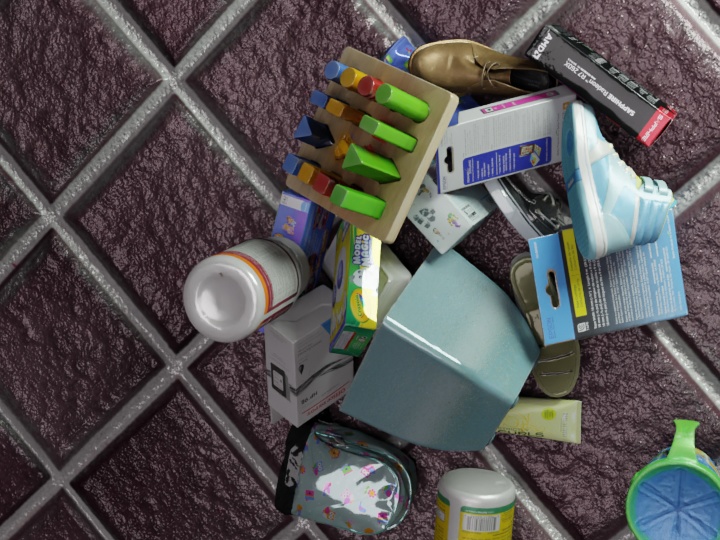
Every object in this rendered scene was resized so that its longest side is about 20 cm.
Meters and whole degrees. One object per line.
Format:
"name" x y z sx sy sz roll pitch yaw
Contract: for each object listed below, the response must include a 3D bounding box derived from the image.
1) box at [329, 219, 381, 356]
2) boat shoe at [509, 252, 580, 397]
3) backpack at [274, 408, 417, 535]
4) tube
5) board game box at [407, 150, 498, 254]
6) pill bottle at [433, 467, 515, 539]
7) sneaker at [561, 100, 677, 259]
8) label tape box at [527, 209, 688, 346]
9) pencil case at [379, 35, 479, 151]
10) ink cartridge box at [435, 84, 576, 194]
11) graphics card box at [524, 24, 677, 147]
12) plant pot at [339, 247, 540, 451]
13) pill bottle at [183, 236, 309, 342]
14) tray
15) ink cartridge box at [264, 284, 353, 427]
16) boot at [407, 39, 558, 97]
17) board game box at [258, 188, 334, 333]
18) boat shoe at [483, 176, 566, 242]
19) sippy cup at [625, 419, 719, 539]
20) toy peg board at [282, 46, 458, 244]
"box" -0.005 -0.002 1.604 0.048 0.117 0.202 9 67 -9
"boat shoe" 0.254 0.070 1.671 0.074 0.068 0.202 -12 102 10
"backpack" -0.018 0.309 1.779 0.198 0.127 0.169 14 101 12
"tube" 0.212 0.203 1.721 0.198 0.058 0.053 5 77 14
"board game box" 0.083 -0.127 1.648 0.200 0.147 0.064 48 113 5
"pill bottle" 0.159 0.395 1.743 0.112 0.113 0.202 7 102 17
"sneaker" 0.326 -0.119 1.537 0.129 0.080 0.202 -7 86 -4
"label tape box" 0.316 0.006 1.598 0.198 0.063 0.146 -11 97 -7
"pencil case" 0.099 -0.226 1.656 0.200 0.087 0.078 44 136 7
"ink cartridge box" 0.183 -0.168 1.568 0.198 0.037 0.095 -17 127 -15
"graphics card box" 0.309 -0.238 1.561 0.200 0.125 0.051 39 110 7
"plant pot" 0.121 0.124 1.632 0.199 0.196 0.197 31 134 8
"pill bottle" -0.141 0.018 1.578 0.108 0.200 0.111 4 102 17
"tray" 0.000 0.000 1.698 0.108 0.022 0.200 -60 36 18
"ink cartridge box" -0.070 0.135 1.725 0.066 0.115 0.202 32 138 34
"boot" 0.162 -0.261 1.593 0.198 0.075 0.074 7 96 -8
"board game box" -0.091 -0.020 1.734 0.044 0.134 0.202 19 106 13
"boat shoe" 0.245 -0.073 1.653 0.071 0.072 0.200 -42 97 13
"sippy cup" 0.426 0.296 1.624 0.139 0.130 0.178 39 110 7
"toy peg board" -0.013 -0.170 1.528 0.198 0.097 0.202 31 100 38
